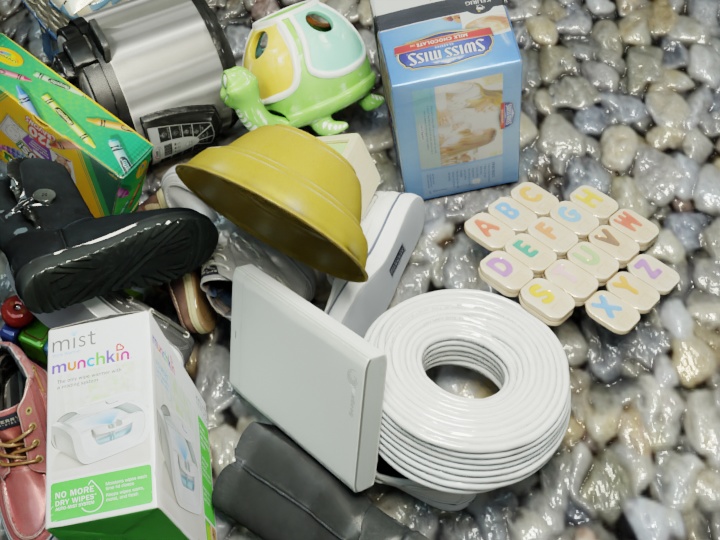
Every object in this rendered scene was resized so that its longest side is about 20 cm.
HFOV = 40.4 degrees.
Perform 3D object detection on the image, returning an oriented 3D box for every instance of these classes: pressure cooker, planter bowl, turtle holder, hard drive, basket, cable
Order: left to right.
[{"bbox_3d":[-0.315,-0.338,1.185,0.176,0.200,0.139,-41,86,-15],"label":"basket"},{"bbox_3d":[-0.252,-0.209,1.095,0.199,0.177,0.178,-24,27,-19],"label":"pressure cooker"},{"bbox_3d":[-0.076,-0.213,1.067,0.185,0.133,0.141,-26,21,-15],"label":"turtle holder"},{"bbox_3d":[-0.062,-0.074,0.887,0.199,0.200,0.084,25,79,21],"label":"planter bowl"},{"bbox_3d":[-0.054,0.092,0.883,0.026,0.133,0.200,-14,31,-36],"label":"hard drive"},{"bbox_3d":[0.093,0.103,0.881,0.198,0.070,0.201,-5,42,-13],"label":"cable"}]

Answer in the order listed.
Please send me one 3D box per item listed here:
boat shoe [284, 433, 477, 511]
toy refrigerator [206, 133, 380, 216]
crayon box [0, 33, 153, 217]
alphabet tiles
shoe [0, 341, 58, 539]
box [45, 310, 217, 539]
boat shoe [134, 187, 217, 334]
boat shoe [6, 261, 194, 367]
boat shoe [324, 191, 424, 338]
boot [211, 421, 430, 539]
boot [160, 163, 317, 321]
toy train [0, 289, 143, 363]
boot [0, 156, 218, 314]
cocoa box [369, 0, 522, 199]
[{"bbox_3d":[0.016,0.161,0.907,0.198,0.065,0.074,12,63,16],"label":"boat shoe"},{"bbox_3d":[-0.088,-0.092,1.029,0.199,0.070,0.076,-1,46,32],"label":"toy refrigerator"},{"bbox_3d":[-0.318,-0.138,1.020,0.199,0.119,0.058,36,55,1],"label":"crayon box"},{"bbox_3d":[0.210,-0.020,0.973,0.195,0.015,0.200,36,50,26],"label":"alphabet tiles"},{"bbox_3d":[-0.330,0.169,0.941,0.071,0.091,0.201,-15,59,0],"label":"shoe"},{"bbox_3d":[-0.199,0.164,0.861,0.096,0.200,0.178,-11,57,1],"label":"box"},{"bbox_3d":[-0.206,-0.005,1.042,0.072,0.072,0.201,-24,55,2],"label":"boat shoe"},{"bbox_3d":[-0.251,0.036,0.967,0.199,0.070,0.066,31,38,2],"label":"boat shoe"},{"bbox_3d":[0.000,0.000,1.002,0.065,0.074,0.201,14,53,26],"label":"boat shoe"},{"bbox_3d":[-0.060,0.250,0.865,0.199,0.066,0.165,31,76,25],"label":"boot"},{"bbox_3d":[-0.137,-0.019,0.984,0.200,0.074,0.096,40,39,-1],"label":"boot"},{"bbox_3d":[-0.280,0.016,1.038,0.115,0.085,0.201,24,61,6],"label":"toy train"},{"bbox_3d":[-0.258,-0.054,0.935,0.199,0.077,0.168,-19,50,-27],"label":"boot"},{"bbox_3d":[0.092,-0.187,1.022,0.132,0.200,0.132,-11,59,2],"label":"cocoa box"}]
